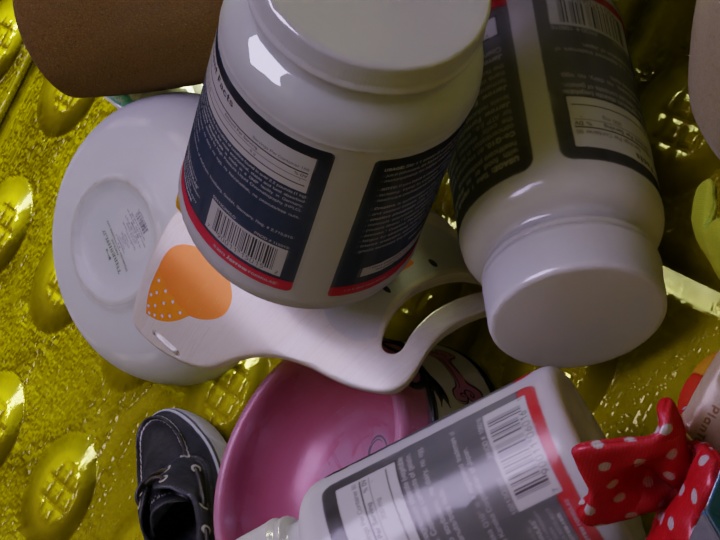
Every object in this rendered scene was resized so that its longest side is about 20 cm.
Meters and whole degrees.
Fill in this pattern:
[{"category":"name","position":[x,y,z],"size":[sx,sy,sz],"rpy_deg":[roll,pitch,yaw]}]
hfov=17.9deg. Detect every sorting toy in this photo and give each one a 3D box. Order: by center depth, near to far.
[{"category":"sorting toy","position":[0.000,0.000,1.333],"size":[0.180,0.199,0.107],"rpy_deg":[35,137,32]}]

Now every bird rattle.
[{"category":"bird rattle","position":[0.184,0.070,1.095],"size":[0.112,0.163,0.201],"rpy_deg":[19,79,21]}]

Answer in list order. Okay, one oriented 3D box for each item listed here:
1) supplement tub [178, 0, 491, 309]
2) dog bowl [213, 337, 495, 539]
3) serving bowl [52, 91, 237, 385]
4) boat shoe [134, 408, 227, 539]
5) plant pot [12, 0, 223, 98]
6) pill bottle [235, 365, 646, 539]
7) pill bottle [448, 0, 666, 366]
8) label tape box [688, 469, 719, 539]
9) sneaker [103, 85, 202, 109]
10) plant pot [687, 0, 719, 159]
[{"category":"supplement tub","position":[-0.015,-0.087,1.210],"size":[0.200,0.139,0.141],"rpy_deg":[111,158,-51]},{"category":"dog bowl","position":[-0.008,0.127,1.349],"size":[0.200,0.074,0.201],"rpy_deg":[-27,51,38]},{"category":"serving bowl","position":[-0.143,-0.021,1.542],"size":[0.199,0.066,0.202],"rpy_deg":[1,92,40]},{"category":"boat shoe","position":[-0.113,0.156,1.470],"size":[0.069,0.056,0.200],"rpy_deg":[-49,40,19]},{"category":"plant pot","position":[-0.129,-0.200,1.549],"size":[0.199,0.186,0.187],"rpy_deg":[-23,51,21]},{"category":"pill bottle","position":[0.039,0.143,1.201],"size":[0.199,0.114,0.114],"rpy_deg":[-28,47,11]},{"category":"pill bottle","position":[0.106,-0.055,1.272],"size":[0.114,0.114,0.201],"rpy_deg":[-34,46,33]},{"category":"label tape box","position":[0.188,0.190,1.018],"size":[0.063,0.144,0.201],"rpy_deg":[25,89,53]},{"category":"sneaker","position":[-0.144,-0.117,1.627],"size":[0.201,0.088,0.075],"rpy_deg":[-105,34,-44]},{"category":"plant pot","position":[0.236,-0.103,1.100],"size":[0.135,0.199,0.201],"rpy_deg":[-47,39,35]}]
